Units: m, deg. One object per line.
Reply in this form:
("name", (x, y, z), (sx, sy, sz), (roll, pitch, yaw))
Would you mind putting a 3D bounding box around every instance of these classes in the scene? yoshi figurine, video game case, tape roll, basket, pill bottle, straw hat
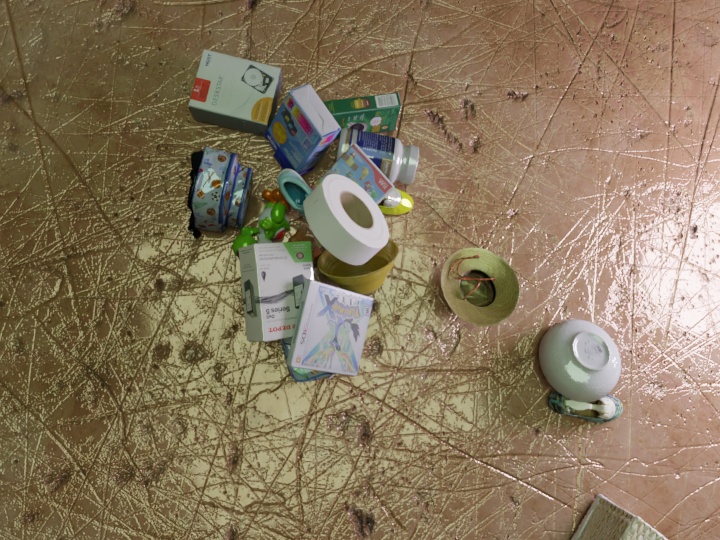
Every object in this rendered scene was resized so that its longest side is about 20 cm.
("yoshi figurine", (-0.243, -0.101, 1.291), (0.110, 0.112, 0.204), (17, 82, 13))
("video game case", (-0.062, 0.131, 1.188), (0.198, 0.022, 0.186), (18, 83, -43))
("tape roll", (-0.030, -0.115, 1.200), (0.071, 0.202, 0.204), (-38, 86, 31))
("basket", (0.607, 0.669, 1.226), (0.197, 0.161, 0.201), (37, 81, 0))
("pill bottle", (0.040, -0.278, 1.335), (0.195, 0.116, 0.118), (10, 80, -4))
("straw hat", (0.286, 0.049, 1.326), (0.196, 0.085, 0.205), (0, 70, 0))
("video game case", (-0.035, -0.183, 1.297), (0.200, 0.017, 0.143), (-43, 103, 14))

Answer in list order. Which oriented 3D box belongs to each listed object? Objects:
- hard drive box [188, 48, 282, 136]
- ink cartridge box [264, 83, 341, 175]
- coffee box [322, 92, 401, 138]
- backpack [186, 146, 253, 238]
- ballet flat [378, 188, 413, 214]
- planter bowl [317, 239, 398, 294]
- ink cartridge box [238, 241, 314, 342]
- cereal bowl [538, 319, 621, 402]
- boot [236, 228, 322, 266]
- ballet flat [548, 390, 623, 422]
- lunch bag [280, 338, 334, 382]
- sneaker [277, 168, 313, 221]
("hard drive box", (-0.308, -0.440, 1.346), (0.196, 0.077, 0.159), (11, 80, -3))
("ink cartridge box", (-0.148, -0.323, 1.302), (0.076, 0.200, 0.138), (-33, 85, -37))
("coffee box", (-0.003, -0.384, 1.342), (0.196, 0.123, 0.045), (-10, 77, -7))
("backpack", (-0.329, -0.186, 1.247), (0.150, 0.191, 0.205), (5, 80, -5))
("ballet flat", (0.041, -0.185, 1.346), (0.196, 0.067, 0.068), (11, 80, -4))
("planter bowl", (0.000, 0.000, 1.283), (0.196, 0.201, 0.085), (-15, 119, -7))
("ink cartridge box", (-0.176, 0.044, 1.166), (0.143, 0.083, 0.205), (-5, 89, -39))
("cereal bowl", (0.538, 0.207, 1.299), (0.195, 0.084, 0.204), (2, 61, -3))
("boot", (-0.182, -0.034, 1.256), (0.156, 0.076, 0.200), (-53, 127, -10))
("ballet flat", (0.563, 0.335, 1.318), (0.195, 0.074, 0.076), (5, 81, -5))
("lunch bag", (-0.109, 0.162, 1.275), (0.157, 0.076, 0.204), (-14, 82, -10))
("sneaker", (-0.120, -0.147, 1.255), (0.199, 0.082, 0.074), (40, 108, -18))
